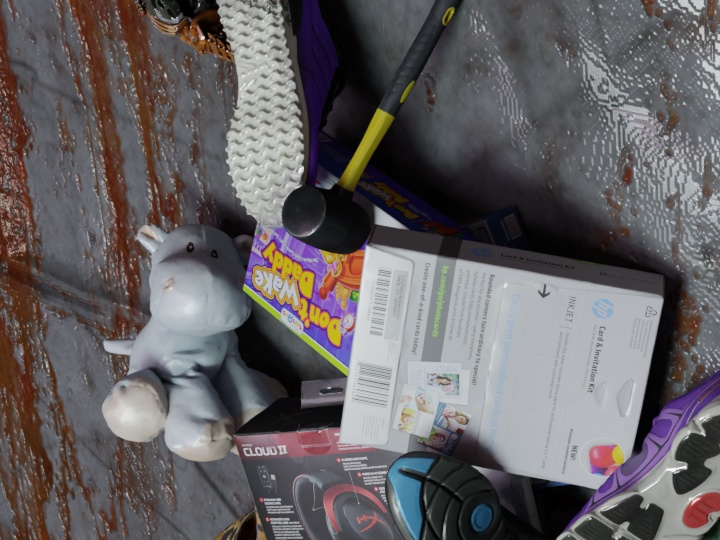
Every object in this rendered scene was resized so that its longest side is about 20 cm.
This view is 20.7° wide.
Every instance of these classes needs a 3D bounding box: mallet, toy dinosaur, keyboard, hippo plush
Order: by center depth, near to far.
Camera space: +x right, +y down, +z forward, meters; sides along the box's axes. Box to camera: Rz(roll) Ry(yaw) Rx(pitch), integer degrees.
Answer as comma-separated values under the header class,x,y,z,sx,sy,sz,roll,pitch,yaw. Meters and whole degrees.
class,x,y,z,sx,sy,sz,roll,pitch,yaw
mallet,0.019,-0.100,1.365,0.041,0.066,0.200,32,89,32
keyboard,0.119,0.220,1.480,0.056,0.011,0.200,17,134,41
toy dinosaur,-0.134,-0.227,1.509,0.200,0.102,0.136,28,147,12
hippo plush,-0.119,0.048,1.612,0.200,0.159,0.161,-104,29,-68

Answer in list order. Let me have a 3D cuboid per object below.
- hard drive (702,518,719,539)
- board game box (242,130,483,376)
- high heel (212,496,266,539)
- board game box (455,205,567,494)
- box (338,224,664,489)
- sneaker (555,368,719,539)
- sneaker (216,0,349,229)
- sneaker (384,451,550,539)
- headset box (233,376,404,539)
class,x,y,z,sx,sy,sz,roll,pitch,yaw
hard drive,0.240,0.232,1.363,0.140,0.038,0.200,60,141,5
board game box,0.000,0.000,1.438,0.200,0.045,0.135,37,124,41
high heel,-0.091,0.189,1.632,0.200,0.071,0.143,-20,132,40
board game box,0.094,0.063,1.434,0.135,0.034,0.200,-17,97,50
box,0.094,0.061,1.335,0.200,0.041,0.156,10,116,6
sneaker,0.206,0.139,1.304,0.081,0.083,0.200,35,120,-13
sneaker,-0.043,-0.128,1.419,0.069,0.099,0.200,-9,81,35
sneaker,0.070,0.184,1.379,0.082,0.073,0.200,23,164,50
headset box,0.002,0.175,1.480,0.148,0.075,0.200,-8,106,32
